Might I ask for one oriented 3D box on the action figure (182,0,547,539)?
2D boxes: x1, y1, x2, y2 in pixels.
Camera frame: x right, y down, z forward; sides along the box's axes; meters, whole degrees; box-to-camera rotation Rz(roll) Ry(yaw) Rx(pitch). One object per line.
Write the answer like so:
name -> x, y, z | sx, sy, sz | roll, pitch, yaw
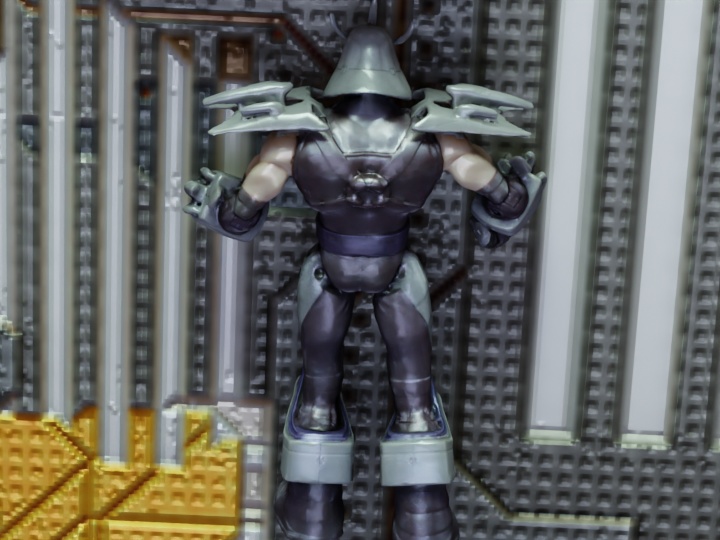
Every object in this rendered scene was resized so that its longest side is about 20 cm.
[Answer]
action figure -> 0.000, 0.000, 1.069 | 0.129, 0.069, 0.201 | 4, 110, 7
